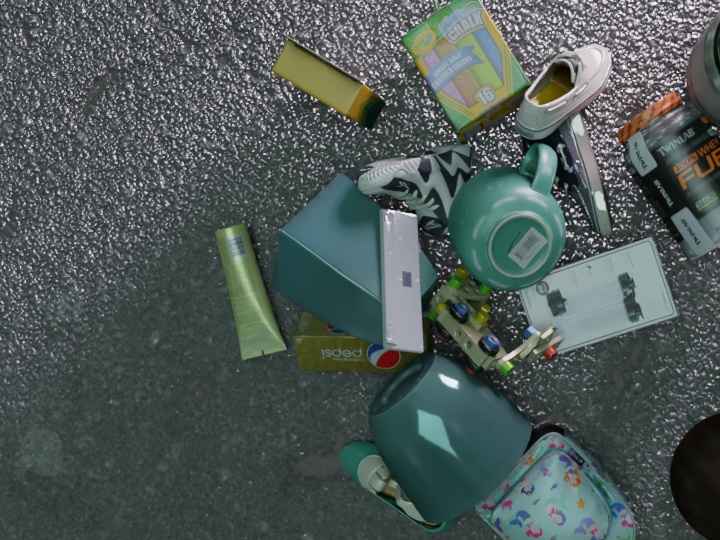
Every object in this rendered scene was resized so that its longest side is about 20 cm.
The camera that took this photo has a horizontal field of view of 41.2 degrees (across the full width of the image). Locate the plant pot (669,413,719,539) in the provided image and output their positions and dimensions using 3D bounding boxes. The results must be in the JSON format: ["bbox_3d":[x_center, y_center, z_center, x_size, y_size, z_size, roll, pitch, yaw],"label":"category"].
[{"bbox_3d":[0.508,0.292,1.239,0.184,0.200,0.190,0,91,11],"label":"plant pot"}]

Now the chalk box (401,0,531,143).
[{"bbox_3d":[0.139,-0.302,1.344,0.123,0.124,0.202,-32,84,10],"label":"chalk box"}]

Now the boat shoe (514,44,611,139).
[{"bbox_3d":[0.280,-0.259,1.296,0.071,0.070,0.199,38,61,23],"label":"boat shoe"}]

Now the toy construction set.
[{"bbox_3d":[0.173,0.077,1.311,0.199,0.130,0.093,34,114,32],"label":"toy construction set"}]

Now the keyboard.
[{"bbox_3d":[0.054,0.011,1.269,0.055,0.011,0.203,11,63,-24],"label":"keyboard"}]

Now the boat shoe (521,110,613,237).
[{"bbox_3d":[0.288,-0.135,1.349,0.092,0.075,0.203,-17,80,18],"label":"boat shoe"}]

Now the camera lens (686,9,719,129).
[{"bbox_3d":[0.508,-0.264,1.225,0.157,0.200,0.163,0,88,9],"label":"camera lens"}]

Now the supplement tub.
[{"bbox_3d":[0.438,-0.130,1.285,0.122,0.122,0.201,-35,84,10],"label":"supplement tub"}]

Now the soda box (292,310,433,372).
[{"bbox_3d":[0.006,0.103,1.397,0.197,0.064,0.069,0,126,12],"label":"soda box"}]

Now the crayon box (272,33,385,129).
[{"bbox_3d":[-0.045,-0.260,1.343,0.125,0.200,0.052,32,97,9],"label":"crayon box"}]

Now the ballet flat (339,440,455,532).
[{"bbox_3d":[0.053,0.314,1.399,0.198,0.070,0.068,31,97,10],"label":"ballet flat"}]

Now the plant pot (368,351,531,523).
[{"bbox_3d":[0.106,0.211,1.301,0.200,0.201,0.161,-41,99,10],"label":"plant pot"}]

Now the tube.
[{"bbox_3d":[-0.173,0.031,1.456,0.051,0.058,0.203,-16,91,-31],"label":"tube"}]

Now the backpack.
[{"bbox_3d":[0.278,0.337,1.320,0.178,0.151,0.200,-44,87,8],"label":"backpack"}]

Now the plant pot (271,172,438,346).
[{"bbox_3d":[0.000,0.000,1.334,0.199,0.142,0.141,35,57,14],"label":"plant pot"}]

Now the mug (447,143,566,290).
[{"bbox_3d":[0.199,-0.066,1.290,0.149,0.115,0.188,-9,112,-4],"label":"mug"}]

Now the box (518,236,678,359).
[{"bbox_3d":[0.329,0.039,1.342,0.197,0.060,0.118,-20,87,12],"label":"box"}]

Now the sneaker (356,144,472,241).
[{"bbox_3d":[0.084,-0.098,1.346,0.079,0.198,0.132,2,106,45],"label":"sneaker"}]
